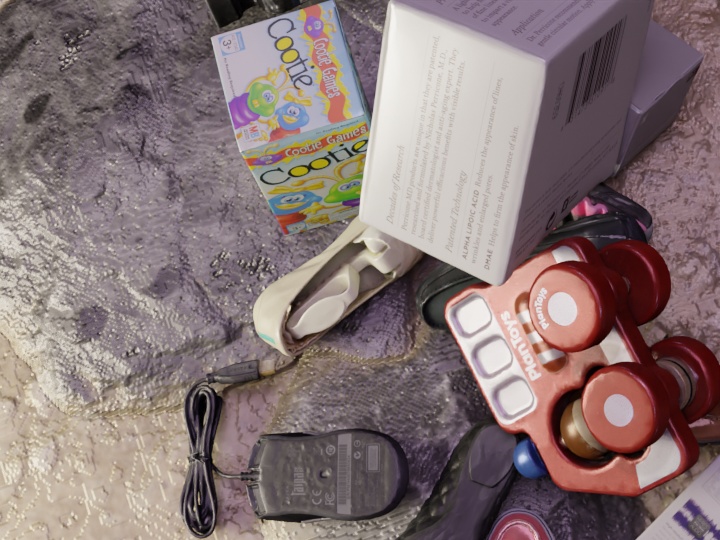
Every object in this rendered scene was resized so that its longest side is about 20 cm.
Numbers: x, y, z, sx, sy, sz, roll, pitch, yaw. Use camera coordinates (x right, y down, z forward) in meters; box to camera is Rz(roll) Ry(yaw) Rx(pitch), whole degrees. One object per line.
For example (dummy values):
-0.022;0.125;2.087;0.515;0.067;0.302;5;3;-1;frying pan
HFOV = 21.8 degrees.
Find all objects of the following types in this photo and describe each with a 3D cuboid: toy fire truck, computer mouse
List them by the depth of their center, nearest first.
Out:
0.165;0.079;1.418;0.167;0.112;0.201;-33;81;38;toy fire truck
-0.053;0.141;1.524;0.198;0.046;0.142;-9;76;18;computer mouse

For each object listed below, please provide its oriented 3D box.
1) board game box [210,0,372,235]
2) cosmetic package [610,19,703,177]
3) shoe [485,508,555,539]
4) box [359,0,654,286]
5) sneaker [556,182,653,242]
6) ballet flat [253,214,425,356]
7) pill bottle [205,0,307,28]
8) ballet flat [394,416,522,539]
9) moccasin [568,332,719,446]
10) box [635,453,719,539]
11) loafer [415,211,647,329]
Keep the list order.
-0.043;-0.119;1.518;0.102;0.200;0.106;-16;71;2;board game box
0.171;-0.182;1.551;0.200;0.090;0.107;41;53;16;cosmetic package
0.116;0.278;1.431;0.071;0.091;0.202;4;74;9;shoe
0.111;-0.134;1.401;0.130;0.201;0.199;26;41;21;box
0.158;-0.085;1.553;0.199;0.079;0.096;25;63;12;sneaker
0.000;0.000;1.543;0.200;0.069;0.070;-39;72;0;ballet flat
-0.053;-0.293;1.619;0.199;0.112;0.113;-26;71;0;pill bottle
0.071;0.208;1.489;0.066;0.057;0.201;33;86;9;ballet flat
0.218;0.088;1.483;0.200;0.074;0.078;15;104;20;moccasin
0.312;0.206;1.422;0.144;0.036;0.200;46;105;16;box
0.135;0.010;1.500;0.199;0.068;0.071;-17;39;20;loafer
